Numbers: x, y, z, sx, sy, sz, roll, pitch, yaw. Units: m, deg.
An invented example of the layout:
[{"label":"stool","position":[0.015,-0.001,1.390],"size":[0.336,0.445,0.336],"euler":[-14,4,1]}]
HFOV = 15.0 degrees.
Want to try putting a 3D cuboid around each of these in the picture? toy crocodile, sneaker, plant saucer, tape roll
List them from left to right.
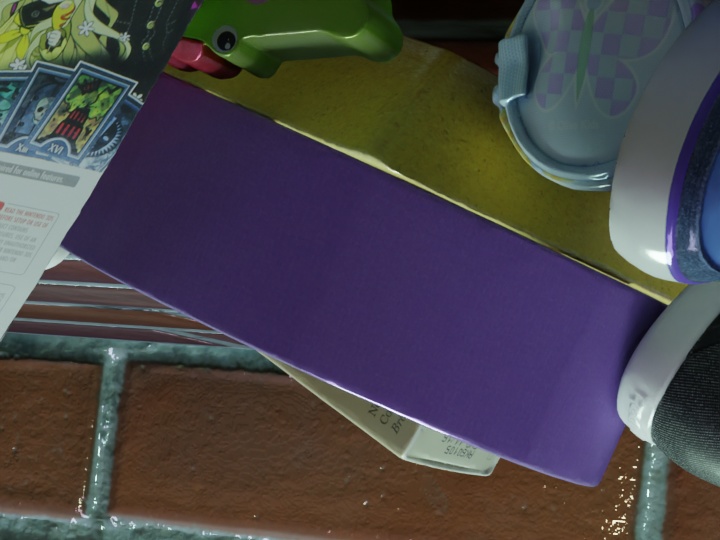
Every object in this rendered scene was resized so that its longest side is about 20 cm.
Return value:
[{"label":"toy crocodile","position":[-0.083,-0.092,0.832],"size":[0.199,0.062,0.067],"euler":[16,178,15]},{"label":"tape roll","position":[0.000,0.000,0.894],"size":[0.199,0.066,0.200],"euler":[24,-179,-1]},{"label":"plant saucer","position":[0.043,-0.045,1.016],"size":[0.199,0.049,0.200],"euler":[23,-178,-31]},{"label":"sneaker","position":[0.184,0.007,0.855],"size":[0.112,0.200,0.073],"euler":[38,166,24]},{"label":"sneaker","position":[0.179,-0.034,0.746],"size":[0.146,0.081,0.200],"euler":[25,-144,35]}]

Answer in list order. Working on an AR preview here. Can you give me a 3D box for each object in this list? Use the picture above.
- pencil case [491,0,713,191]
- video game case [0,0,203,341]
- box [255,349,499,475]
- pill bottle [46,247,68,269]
[{"label":"pencil case","position":[0.136,-0.054,0.939],"size":[0.199,0.084,0.090],"euler":[10,154,-44]},{"label":"video game case","position":[-0.142,-0.068,0.724],"size":[0.199,0.182,0.036],"euler":[10,-148,-41]},{"label":"box","position":[-0.012,-0.005,1.166],"size":[0.200,0.095,0.078],"euler":[33,-171,32]},{"label":"pill bottle","position":[-0.213,-0.061,1.119],"size":[0.199,0.110,0.109],"euler":[5,174,8]}]
